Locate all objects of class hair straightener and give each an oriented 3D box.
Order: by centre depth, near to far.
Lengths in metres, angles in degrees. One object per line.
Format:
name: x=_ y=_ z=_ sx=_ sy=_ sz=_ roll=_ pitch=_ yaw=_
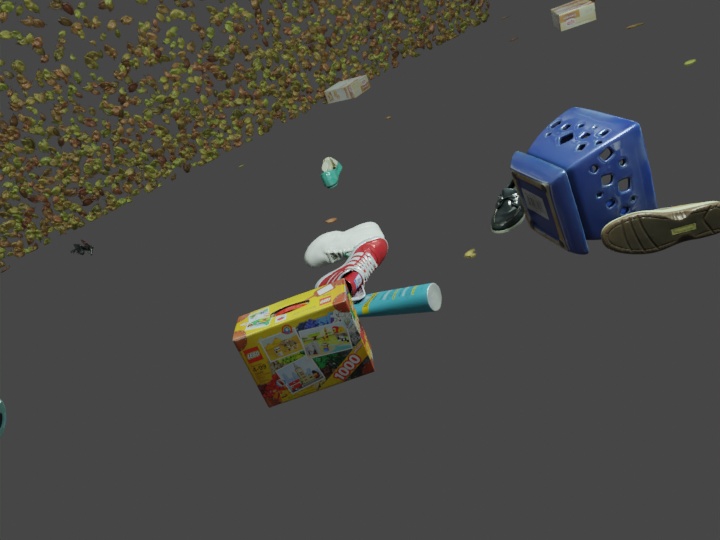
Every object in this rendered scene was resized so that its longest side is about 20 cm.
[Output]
hair straightener: x=-1.123 y=-0.079 z=2.312 sx=0.077 sy=0.041 sz=0.198 roll=-37 pitch=34 yaw=-26

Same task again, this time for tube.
tube: x=0.059 y=0.061 z=1.097 sx=0.197 sy=0.051 sz=0.077 roll=-10 pitch=18 yaw=38

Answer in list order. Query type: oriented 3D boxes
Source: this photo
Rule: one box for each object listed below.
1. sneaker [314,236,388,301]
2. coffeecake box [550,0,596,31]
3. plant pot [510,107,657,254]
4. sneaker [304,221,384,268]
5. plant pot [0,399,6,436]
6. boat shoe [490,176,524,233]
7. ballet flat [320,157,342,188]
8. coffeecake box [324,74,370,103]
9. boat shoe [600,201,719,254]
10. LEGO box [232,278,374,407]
sneaker: x=0.000 y=0.000 z=1.202 sx=0.199 sy=0.072 sz=0.112 roll=-41 pitch=17 yaw=-17
coffeecake box: x=0.954 y=-1.151 z=2.580 sx=0.151 sy=0.074 sz=0.201 roll=-14 pitch=28 yaw=14
plant pot: x=0.400 y=-0.159 z=1.065 sx=0.178 sy=0.202 sz=0.200 roll=-30 pitch=27 yaw=-2
sneaker: x=-0.036 y=-0.049 z=1.351 sx=0.197 sy=0.076 sz=0.089 roll=-24 pitch=38 yaw=-4
plant pot: x=-0.883 y=0.315 z=1.222 sx=0.193 sy=0.203 sz=0.201 roll=1 pitch=34 yaw=26
boat shoe: x=0.328 y=-0.154 z=1.248 sx=0.074 sy=0.067 sz=0.199 roll=3 pitch=36 yaw=41
ballet flat: x=-0.100 y=-0.344 z=1.942 sx=0.066 sy=0.071 sz=0.201 roll=-18 pitch=26 yaw=10
coffeecake box: x=-0.071 y=-0.971 z=3.080 sx=0.197 sy=0.074 sz=0.154 roll=2 pitch=35 yaw=40
boat shoe: x=0.508 y=-0.074 z=0.974 sx=0.196 sy=0.073 sz=0.076 roll=-8 pitch=14 yaw=13
LEGO box: x=-0.092 y=0.124 z=0.974 sx=0.197 sy=0.151 sz=0.077 roll=-20 pitch=26 yaw=6
